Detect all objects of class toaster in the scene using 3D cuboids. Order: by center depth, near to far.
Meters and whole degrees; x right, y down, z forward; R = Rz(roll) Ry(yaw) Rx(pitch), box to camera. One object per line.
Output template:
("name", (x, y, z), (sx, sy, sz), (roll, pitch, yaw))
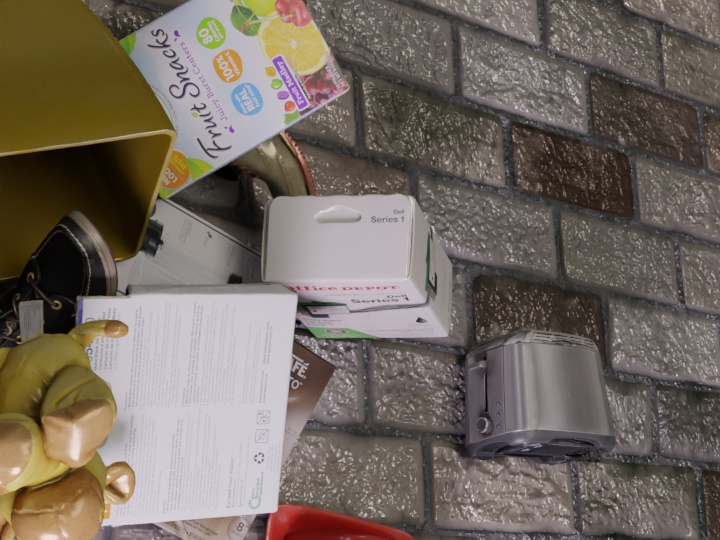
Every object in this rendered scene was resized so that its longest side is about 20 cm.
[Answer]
("toaster", (0.200, 0.141, 1.674), (0.199, 0.113, 0.130), (9, 69, -38))

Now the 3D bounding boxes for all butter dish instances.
("butter dish", (0.014, 0.325, 1.429), (0.199, 0.147, 0.201), (19, 65, -35))

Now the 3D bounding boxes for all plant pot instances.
("plant pot", (-0.287, -0.118, 1.253), (0.199, 0.200, 0.177), (-11, 65, -25))

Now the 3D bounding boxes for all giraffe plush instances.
("giraffe plush", (-0.242, 0.140, 1.128), (0.200, 0.171, 0.163), (-79, 165, -61))

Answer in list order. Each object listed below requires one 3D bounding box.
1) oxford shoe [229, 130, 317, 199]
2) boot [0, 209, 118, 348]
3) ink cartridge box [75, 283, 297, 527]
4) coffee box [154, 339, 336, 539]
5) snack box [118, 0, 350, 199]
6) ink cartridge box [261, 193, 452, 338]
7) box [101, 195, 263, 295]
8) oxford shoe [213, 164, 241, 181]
("oxford shoe", (-0.106, -0.116, 1.453), (0.074, 0.071, 0.201), (-37, 111, -23))
("boot", (-0.284, 0.042, 1.230), (0.150, 0.200, 0.073), (-34, 81, -36))
("ink cartridge box", (-0.154, 0.111, 1.263), (0.199, 0.041, 0.201), (0, 102, -31))
("coffee box", (-0.127, 0.141, 1.361), (0.114, 0.080, 0.201), (34, 79, -30))
("snack box", (-0.129, -0.174, 1.371), (0.199, 0.053, 0.143), (-31, 96, -6))
("ink cartridge box", (0.000, 0.000, 1.457), (0.200, 0.145, 0.085), (50, 40, -68))
("box", (-0.172, 0.010, 1.420), (0.199, 0.060, 0.117), (30, 59, -31))
("oxford shoe", (-0.186, -0.133, 1.446), (0.199, 0.071, 0.073), (11, 75, -39))
